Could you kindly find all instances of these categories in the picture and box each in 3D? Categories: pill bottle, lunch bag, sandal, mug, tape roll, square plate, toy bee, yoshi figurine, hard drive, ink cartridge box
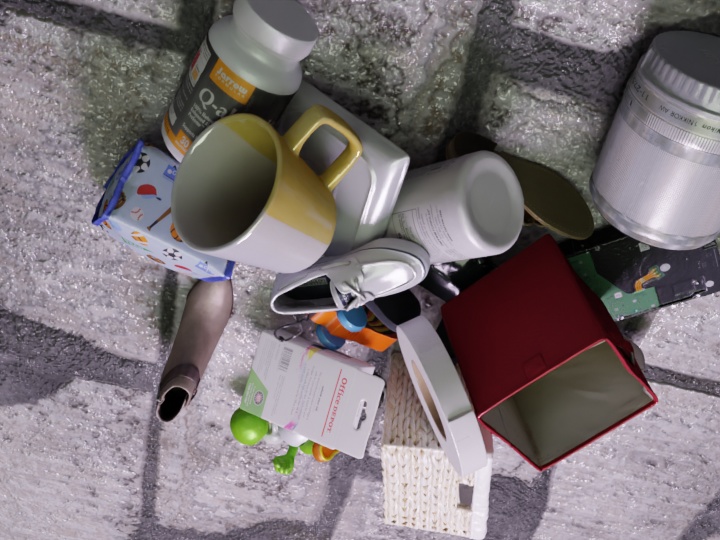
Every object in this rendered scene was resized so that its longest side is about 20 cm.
[{"bbox_3d":[-0.135,-0.208,0.909,0.115,0.117,0.201,27,126,-17],"label":"pill bottle"},{"bbox_3d":[-0.238,-0.067,1.012,0.168,0.126,0.199,30,164,-19],"label":"lunch bag"},{"bbox_3d":[0.001,0.000,1.070,0.198,0.077,0.043,35,149,-5],"label":"sandal"},{"bbox_3d":[-0.086,-0.072,0.879,0.184,0.152,0.153,-13,156,29],"label":"mug"},{"bbox_3d":[0.100,0.155,1.014,0.036,0.204,0.205,-22,127,-6],"label":"tape roll"},{"bbox_3d":[-0.046,-0.102,0.971,0.197,0.028,0.202,38,132,22],"label":"square plate"},{"bbox_3d":[-0.033,0.045,1.124,0.129,0.110,0.199,-27,148,18],"label":"toy bee"},{"bbox_3d":[-0.126,0.240,1.238,0.198,0.114,0.112,-5,140,45],"label":"yoshi figurine"},{"bbox_3d":[0.086,-0.066,0.965,0.114,0.115,0.198,44,150,-27],"label":"pill bottle"},{"bbox_3d":[0.371,-0.005,1.081,0.197,0.038,0.141,-20,124,18],"label":"hard drive"},{"bbox_3d":[0.189,-0.096,1.017,0.209,0.079,0.070,29,149,-10],"label":"sandal"},{"bbox_3d":[-0.056,0.168,1.123,0.197,0.067,0.119,19,93,23],"label":"ink cartridge box"}]

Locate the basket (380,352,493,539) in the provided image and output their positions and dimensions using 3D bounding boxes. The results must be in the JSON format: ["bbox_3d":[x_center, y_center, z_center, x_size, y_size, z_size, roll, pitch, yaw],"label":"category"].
[{"bbox_3d":[0.115,0.256,1.205,0.157,0.202,0.201,2,129,5],"label":"basket"}]

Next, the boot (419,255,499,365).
[{"bbox_3d":[0.118,0.031,1.108,0.161,0.074,0.198,34,124,-18],"label":"boot"}]

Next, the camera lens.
[{"bbox_3d":[0.354,-0.138,0.899,0.157,0.161,0.203,9,129,-3],"label":"camera lens"}]

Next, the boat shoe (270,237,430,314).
[{"bbox_3d":[-0.014,0.018,0.948,0.197,0.066,0.074,-14,123,25],"label":"boat shoe"}]

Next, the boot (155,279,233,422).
[{"bbox_3d":[-0.237,0.115,1.152,0.069,0.147,0.202,19,127,-9],"label":"boot"}]

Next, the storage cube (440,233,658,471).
[{"bbox_3d":[0.226,0.103,1.007,0.199,0.182,0.171,-35,131,18],"label":"storage cube"}]

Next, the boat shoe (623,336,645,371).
[{"bbox_3d":[0.304,0.117,1.166,0.196,0.072,0.077,9,86,6],"label":"boat shoe"}]

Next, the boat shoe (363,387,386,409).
[{"bbox_3d":[-0.053,0.176,1.241,0.198,0.061,0.072,23,128,-13],"label":"boat shoe"}]
